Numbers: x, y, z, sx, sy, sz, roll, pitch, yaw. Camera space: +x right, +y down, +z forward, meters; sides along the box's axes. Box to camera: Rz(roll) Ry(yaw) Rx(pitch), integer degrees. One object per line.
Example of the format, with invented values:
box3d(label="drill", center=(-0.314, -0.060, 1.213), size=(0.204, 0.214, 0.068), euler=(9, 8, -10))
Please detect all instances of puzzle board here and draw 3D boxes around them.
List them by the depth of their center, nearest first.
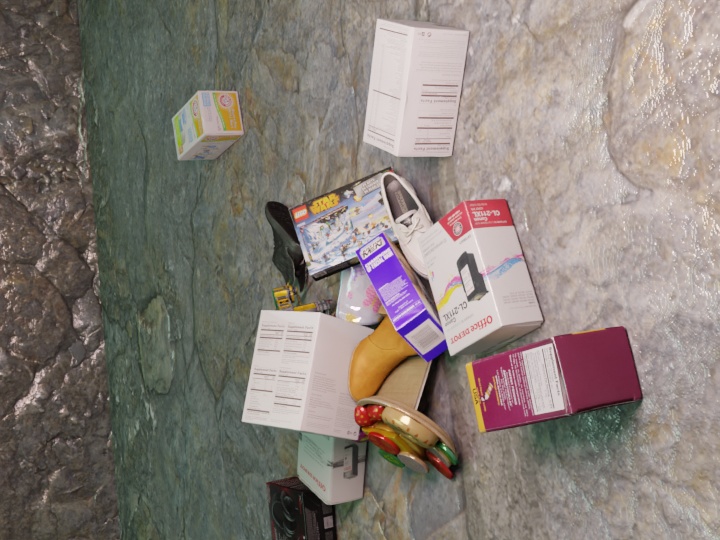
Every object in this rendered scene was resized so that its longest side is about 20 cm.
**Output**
box3d(label="puzzle board", center=(0.061, 0.180, 1.702), size=(0.200, 0.017, 0.151), euler=(-10, 56, 57))

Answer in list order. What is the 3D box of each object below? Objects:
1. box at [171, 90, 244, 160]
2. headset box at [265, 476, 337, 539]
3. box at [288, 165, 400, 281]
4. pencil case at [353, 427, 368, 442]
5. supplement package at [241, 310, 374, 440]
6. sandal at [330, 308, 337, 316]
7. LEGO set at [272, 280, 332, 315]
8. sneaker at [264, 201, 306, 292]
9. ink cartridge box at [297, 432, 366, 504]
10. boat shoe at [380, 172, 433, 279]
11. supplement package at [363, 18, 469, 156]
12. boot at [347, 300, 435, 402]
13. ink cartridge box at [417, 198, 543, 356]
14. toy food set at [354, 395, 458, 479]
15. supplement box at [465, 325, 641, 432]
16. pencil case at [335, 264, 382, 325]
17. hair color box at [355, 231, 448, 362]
box3d(label="box", center=(-0.369, -0.348, 2.348), size=(0.200, 0.101, 0.113), euler=(-22, 76, 59))
box3d(label="headset box", center=(-0.131, 0.529, 2.090), size=(0.200, 0.077, 0.150), euler=(-7, 88, 58))
box3d(label="box", center=(-0.012, -0.081, 1.699), size=(0.040, 0.199, 0.137), euler=(52, -163, -67))
box3d(label="pencil case", center=(-0.001, 0.223, 1.819), size=(0.088, 0.088, 0.201), euler=(-48, 55, 51))
box3d(label="supplement package", center=(-0.091, 0.184, 1.722), size=(0.150, 0.151, 0.201), euler=(0, 76, 41))
box3d(label="sandal", center=(-0.092, 0.153, 1.880), size=(0.054, 0.082, 0.200), euler=(34, 109, 10))
box3d(label="LEGO set", center=(-0.101, 0.119, 1.976), size=(0.154, 0.115, 0.201), euler=(-129, 28, -72))
box3d(label="sneaker", center=(-0.163, -0.052, 2.077), size=(0.200, 0.060, 0.104), euler=(53, 133, 38))
box3d(label="ink cartridge box", center=(-0.056, 0.338, 1.925), size=(0.146, 0.084, 0.201), euler=(27, 116, 56))
box3d(label="boat shoe", center=(0.086, -0.077, 1.609), size=(0.072, 0.066, 0.201), euler=(-25, 66, 14))
box3d(label="supplement package", center=(0.087, -0.292, 1.560), size=(0.114, 0.109, 0.201), euler=(34, 123, 53))
box3d(label="boot", center=(0.059, 0.136, 1.654), size=(0.144, 0.071, 0.202), euler=(4, 69, 58))
box3d(label="ink cartridge box", center=(0.178, 0.012, 1.473), size=(0.146, 0.082, 0.201), euler=(-40, 59, 54))
box3d(label="toy food set", center=(0.076, 0.279, 1.623), size=(0.200, 0.198, 0.049), euler=(3, 52, 49))
box3d(label="supplement box", center=(0.254, 0.149, 1.315), size=(0.200, 0.130, 0.104), euler=(-27, 70, 57))
box3d(label="pencil case", center=(0.000, 0.000, 1.773), size=(0.083, 0.090, 0.201), euler=(16, 108, 58))
box3d(label="hair color box", center=(0.071, 0.041, 1.575), size=(0.065, 0.109, 0.200), euler=(-37, 44, 7))
